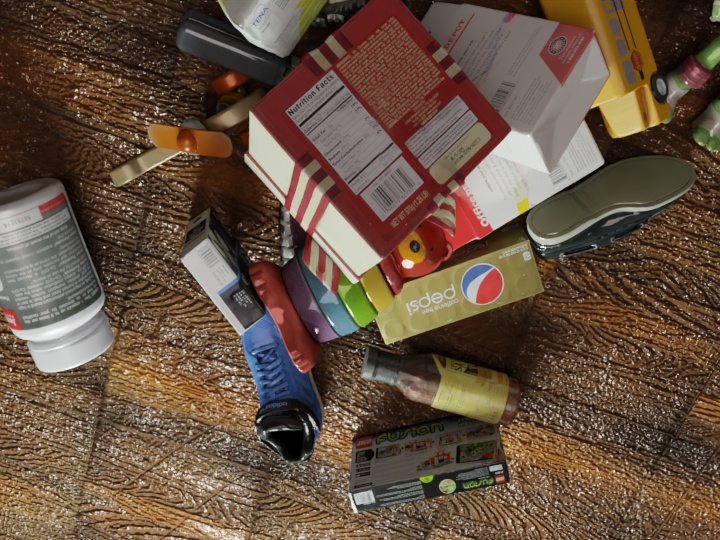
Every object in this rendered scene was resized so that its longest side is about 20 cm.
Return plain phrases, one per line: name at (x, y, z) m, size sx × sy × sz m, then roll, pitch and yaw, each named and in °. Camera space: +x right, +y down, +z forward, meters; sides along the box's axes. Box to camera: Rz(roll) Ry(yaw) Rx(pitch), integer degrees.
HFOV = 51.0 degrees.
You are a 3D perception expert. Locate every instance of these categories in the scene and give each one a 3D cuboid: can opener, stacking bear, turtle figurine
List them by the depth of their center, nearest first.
turtle figurine at (0.380, -0.199, 0.725) m, size 0.141 × 0.203 × 0.195 m, roll 0°, pitch 143°, yaw -31°
can opener at (-0.087, -0.230, 0.778) m, size 0.196 × 0.054 × 0.068 m, roll 18°, pitch 127°, yaw -16°
stacking bear at (0.000, 0.000, 0.796) m, size 0.197 × 0.114 × 0.123 m, roll -29°, pitch 93°, yaw 4°

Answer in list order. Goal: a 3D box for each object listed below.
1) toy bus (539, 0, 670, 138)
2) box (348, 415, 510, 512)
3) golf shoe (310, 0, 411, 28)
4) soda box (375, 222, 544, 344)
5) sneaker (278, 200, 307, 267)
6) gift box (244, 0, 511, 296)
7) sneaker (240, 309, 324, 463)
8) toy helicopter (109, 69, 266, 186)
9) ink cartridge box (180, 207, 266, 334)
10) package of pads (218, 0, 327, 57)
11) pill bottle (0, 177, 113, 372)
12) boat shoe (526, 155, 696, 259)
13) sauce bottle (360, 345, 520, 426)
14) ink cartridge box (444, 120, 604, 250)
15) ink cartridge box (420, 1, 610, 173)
toy bus at (0.237, -0.231, 0.749) m, size 0.064 × 0.078 × 0.204 m, roll -11°, pitch 104°, yaw 53°
box at (0.084, 0.238, 0.955) m, size 0.195 × 0.111 × 0.035 m, roll -14°, pitch 113°, yaw 9°
golf shoe at (-0.029, -0.276, 0.713) m, size 0.076 × 0.198 × 0.090 m, roll -8°, pitch 109°, yaw -38°
soda box at (0.108, 0.015, 0.885) m, size 0.196 × 0.064 × 0.069 m, roll -19°, pitch 110°, yaw 11°
sneaker at (-0.037, -0.035, 0.875) m, size 0.112 × 0.076 × 0.204 m, roll -1°, pitch 122°, yaw -4°
gift box at (0.009, -0.093, 0.680) m, size 0.183 × 0.187 × 0.201 m, roll -38°, pitch 92°, yaw -11°
sneaker at (-0.099, 0.141, 0.922) m, size 0.075 × 0.112 × 0.204 m, roll -14°, pitch 111°, yaw 9°
toy helicopter at (-0.184, -0.136, 0.799) m, size 0.196 × 0.133 × 0.080 m, roll -25°, pitch 111°, yaw 13°
ink cartridge box at (-0.149, -0.009, 0.823) m, size 0.039 × 0.200 × 0.100 m, roll -36°, pitch 109°, yaw 0°
package of pads at (-0.081, -0.308, 0.691) m, size 0.067 × 0.202 × 0.155 m, roll 21°, pitch 118°, yaw -42°
pill bottle at (-0.367, 0.007, 0.877) m, size 0.111 × 0.114 × 0.204 m, roll -11°, pitch 112°, yaw 7°
boat shoe at (0.278, -0.063, 0.843) m, size 0.196 × 0.075 × 0.067 m, roll -26°, pitch 142°, yaw -7°
sauce bottle at (0.098, 0.138, 0.936) m, size 0.195 × 0.066 × 0.067 m, roll 16°, pitch 113°, yaw -6°
ink cartridge box at (0.148, -0.120, 0.825) m, size 0.197 × 0.068 × 0.117 m, roll -30°, pitch 108°, yaw 14°
ink cartridge box at (0.127, -0.187, 0.745) m, size 0.118 × 0.198 × 0.067 m, roll -56°, pitch 140°, yaw -5°
